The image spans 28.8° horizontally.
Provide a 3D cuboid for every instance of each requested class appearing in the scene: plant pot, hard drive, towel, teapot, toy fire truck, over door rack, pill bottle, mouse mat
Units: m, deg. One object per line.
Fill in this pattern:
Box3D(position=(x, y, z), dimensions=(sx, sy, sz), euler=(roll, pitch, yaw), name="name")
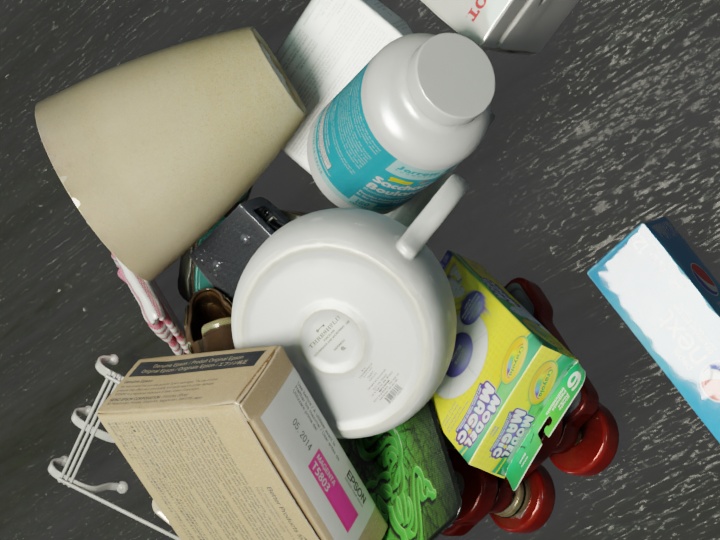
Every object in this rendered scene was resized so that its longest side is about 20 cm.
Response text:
Box3D(position=(-0.154, -0.124, 1.249), dimensions=(0.199, 0.187, 0.189), euler=(-32, 80, 7), name="plant pot")
Box3D(position=(-0.061, 0.030, 1.298), dimensions=(0.200, 0.042, 0.135), euler=(49, 143, -3), name="hard drive")
Box3D(position=(-0.211, 0.019, 1.347), dimensions=(0.030, 0.200, 0.147), euler=(-32, 71, -6), name="towel")
Box3D(position=(-0.002, 0.028, 1.154), dimensions=(0.197, 0.146, 0.200), euler=(-2, 110, 17), name="teapot")
Box3D(position=(0.118, 0.128, 1.234), dimensions=(0.200, 0.111, 0.169), euler=(-47, 50, 25), name="toy fire truck")
Box3D(position=(-0.208, 0.195, 1.441), dimensions=(0.199, 0.067, 0.149), euler=(31, 111, 7), name="over door rack")
Box3D(position=(0.036, -0.123, 1.153), dimensions=(0.112, 0.110, 0.200), euler=(67, 154, 6), name="pill bottle")
Box3D(position=(0.014, 0.167, 1.188), dimensions=(0.161, 0.007, 0.201), euler=(-48, 40, 29), name="mouse mat")

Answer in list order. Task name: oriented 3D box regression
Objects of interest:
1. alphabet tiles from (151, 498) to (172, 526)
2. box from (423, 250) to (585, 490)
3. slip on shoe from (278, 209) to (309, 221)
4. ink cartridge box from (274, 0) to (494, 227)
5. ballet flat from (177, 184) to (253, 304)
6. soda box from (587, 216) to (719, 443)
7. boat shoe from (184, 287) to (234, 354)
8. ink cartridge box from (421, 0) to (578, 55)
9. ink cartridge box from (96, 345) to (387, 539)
Box3D(position=(-0.110, 0.194, 1.368), dimensions=(0.199, 0.015, 0.197), euler=(37, 106, 6), name="alphabet tiles")
Box3D(position=(0.101, 0.081, 1.157), dimensions=(0.118, 0.048, 0.200), euler=(-60, 35, 12), name="box")
Box3D(position=(0.000, 0.000, 1.291), dimensions=(0.198, 0.076, 0.061), euler=(23, 98, 17), name="slip on shoe")
Box3D(position=(0.008, -0.150, 1.293), dimensions=(0.199, 0.050, 0.163), euler=(39, 113, 4), name="ink cartridge box")
Box3D(position=(-0.145, -0.062, 1.368), dimensions=(0.064, 0.067, 0.203), euler=(15, 96, 63), name="ballet flat")
Box3D(position=(0.278, 0.056, 1.147), dimensions=(0.068, 0.064, 0.201), euler=(-43, 75, 26), name="soda box")
Box3D(position=(-0.125, 0.079, 1.255), dimensions=(0.202, 0.074, 0.076), euler=(-128, 26, -59), name="boat shoe")
Box3D(position=(0.096, -0.297, 1.157), dimensions=(0.200, 0.144, 0.148), euler=(45, 114, 17), name="ink cartridge box")
Box3D(position=(-0.094, 0.162, 1.132), dimensions=(0.163, 0.075, 0.201), euler=(-7, 122, 37), name="ink cartridge box")
